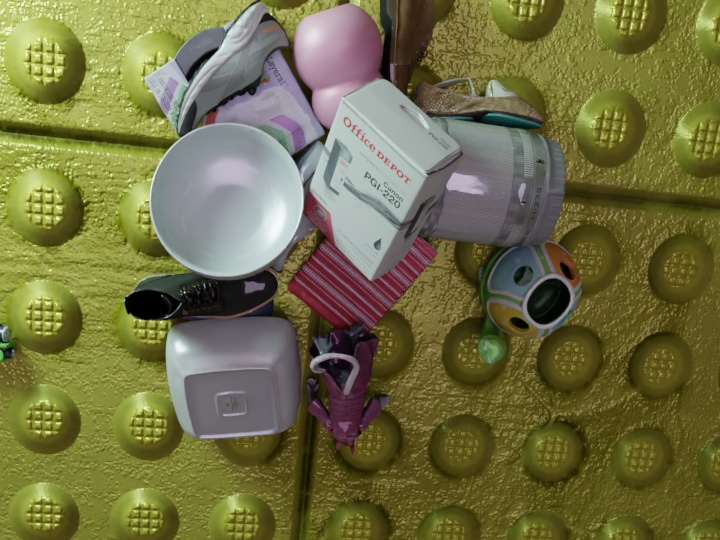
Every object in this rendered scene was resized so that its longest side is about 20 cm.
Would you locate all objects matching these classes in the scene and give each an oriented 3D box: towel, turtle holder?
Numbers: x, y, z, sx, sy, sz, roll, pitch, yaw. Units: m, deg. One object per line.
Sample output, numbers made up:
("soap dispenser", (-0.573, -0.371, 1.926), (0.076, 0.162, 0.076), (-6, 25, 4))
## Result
("towel", (0.000, 0.000, 0.999), (0.144, 0.023, 0.201), (38, 110, -11))
("turtle holder", (0.237, 0.037, 0.993), (0.182, 0.132, 0.144), (-24, 105, 1))

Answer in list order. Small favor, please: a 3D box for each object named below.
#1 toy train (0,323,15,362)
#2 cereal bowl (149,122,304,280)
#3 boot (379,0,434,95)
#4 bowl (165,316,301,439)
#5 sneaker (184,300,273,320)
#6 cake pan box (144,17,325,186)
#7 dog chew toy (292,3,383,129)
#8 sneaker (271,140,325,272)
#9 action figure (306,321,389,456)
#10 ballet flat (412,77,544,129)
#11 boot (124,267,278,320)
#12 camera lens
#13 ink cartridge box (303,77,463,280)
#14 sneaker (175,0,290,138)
("toy train", (-0.603, 0.100, 0.983), (0.195, 0.042, 0.058), (4, 92, -6))
("cereal bowl", (-0.173, -0.084, 0.890), (0.195, 0.083, 0.206), (2, 80, -9))
("boot", (0.066, -0.300, 0.935), (0.073, 0.074, 0.206), (-1, 100, -12))
("bowl", (-0.184, 0.171, 0.988), (0.194, 0.075, 0.204), (-2, 124, -4))
("sneaker", (-0.221, 0.029, 0.984), (0.195, 0.070, 0.084), (14, 106, -17))
("cake pan box", (-0.172, -0.231, 0.938), (0.182, 0.052, 0.203), (-30, 104, 0))
("dog chew toy", (-0.017, -0.246, 0.913), (0.122, 0.125, 0.204), (-17, 108, -1))
("sneaker", (-0.092, -0.089, 0.974), (0.070, 0.073, 0.202), (28, 108, -20))
("action figure", (-0.013, 0.187, 0.997), (0.130, 0.149, 0.205), (-3, 105, -6))
("ballet flat", (0.168, -0.239, 0.960), (0.195, 0.070, 0.067), (2, 89, -9))
("boot", (-0.202, 0.036, 0.885), (0.195, 0.138, 0.080), (-10, 96, -9))
("camera lens", (0.162, -0.119, 0.936), (0.195, 0.160, 0.164), (6, 103, -7))
("ink cartridge box", (0.021, -0.109, 0.849), (0.145, 0.084, 0.202), (43, 138, 14))
("sneaker", (-0.169, -0.246, 0.874), (0.079, 0.074, 0.201), (38, 97, -18))
